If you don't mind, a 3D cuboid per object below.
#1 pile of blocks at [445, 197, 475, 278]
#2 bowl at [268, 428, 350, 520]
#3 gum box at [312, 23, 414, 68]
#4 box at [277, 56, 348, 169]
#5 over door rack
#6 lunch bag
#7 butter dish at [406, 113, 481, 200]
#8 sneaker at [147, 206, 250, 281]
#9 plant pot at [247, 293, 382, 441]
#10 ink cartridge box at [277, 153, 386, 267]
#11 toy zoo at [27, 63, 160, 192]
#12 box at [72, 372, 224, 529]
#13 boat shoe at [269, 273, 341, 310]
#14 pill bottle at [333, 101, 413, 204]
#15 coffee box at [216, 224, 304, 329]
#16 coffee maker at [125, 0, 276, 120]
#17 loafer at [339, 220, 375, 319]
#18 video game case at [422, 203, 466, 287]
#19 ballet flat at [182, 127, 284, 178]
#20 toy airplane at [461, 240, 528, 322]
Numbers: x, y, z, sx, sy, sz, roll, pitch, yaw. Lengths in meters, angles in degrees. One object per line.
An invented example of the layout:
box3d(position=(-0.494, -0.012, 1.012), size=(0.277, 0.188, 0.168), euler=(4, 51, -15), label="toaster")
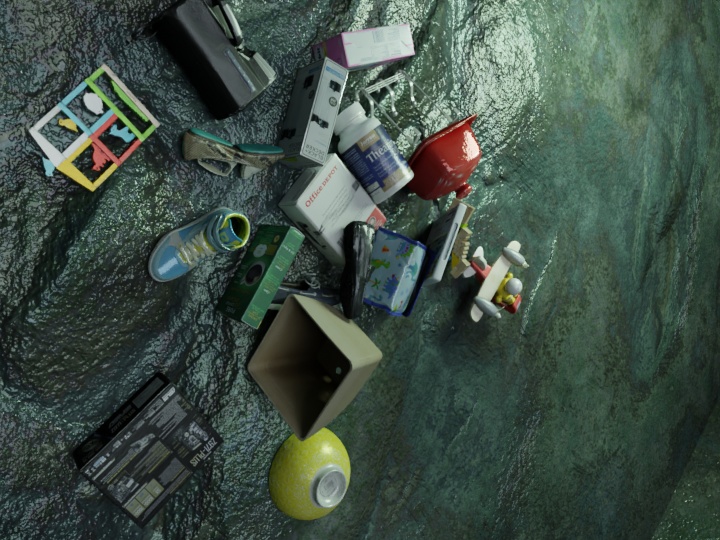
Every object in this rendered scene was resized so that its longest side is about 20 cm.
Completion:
box3d(position=(0.252, -0.085, 1.469), size=(0.062, 0.080, 0.205), euler=(-12, 108, -65), label="pile of blocks")
box3d(position=(-0.090, 0.456, 1.231), size=(0.197, 0.107, 0.205), euler=(-4, 97, -37), label="bowl")
box3d(position=(0.012, -0.473, 1.213), size=(0.197, 0.113, 0.068), euler=(-23, 108, -32), label="gum box")
box3d(position=(-0.101, -0.313, 1.143), size=(0.059, 0.116, 0.204), euler=(17, 85, -36), label="box")
box3d(position=(0.100, -0.359, 1.265), size=(0.147, 0.200, 0.067), euler=(-33, 155, -30), label="over door rack")
box3d(position=(0.085, 0.010, 1.291), size=(0.173, 0.126, 0.200), euler=(-67, 162, 1), label="lunch bag")
box3d(position=(0.202, -0.232, 1.308), size=(0.198, 0.200, 0.149), euler=(-32, 80, -30), label="butter dish")
box3d(position=(-0.286, -0.049, 1.021), size=(0.200, 0.129, 0.080), euler=(-44, 119, -24), label="sneaker")
box3d(position=(-0.073, 0.184, 1.142), size=(0.176, 0.200, 0.202), euler=(1, 128, -54), label="plant pot")
box3d(position=(-0.058, -0.126, 1.213), size=(0.200, 0.082, 0.148), euler=(48, 67, -30), label="ink cartridge box")
box3d(position=(-0.452, -0.229, 0.947), size=(0.132, 0.020, 0.201), euler=(48, 67, -30), label="toy zoo")
box3d(position=(-0.376, 0.318, 1.016), size=(0.200, 0.085, 0.165), euler=(-46, 119, -24), label="box")
box3d(position=(-0.118, 0.044, 1.194), size=(0.196, 0.075, 0.063), euler=(1, 105, -28), label="boat shoe")
box3d(position=(0.020, -0.257, 1.226), size=(0.111, 0.111, 0.202), euler=(-40, 100, -26), label="pill bottle")
box3d(position=(-0.196, 0.007, 1.101), size=(0.044, 0.122, 0.203), euler=(36, 72, -36), label="coffee box")
box3d(position=(-0.276, -0.377, 1.015), size=(0.191, 0.135, 0.202), euler=(-36, 115, -3), label="coffee maker")
box3d(position=(0.000, 0.000, 1.174), size=(0.069, 0.068, 0.206), euler=(5, 88, -30), label="loafer")
box3d(position=(0.181, -0.051, 1.337), size=(0.022, 0.200, 0.185), euler=(22, 80, -6), label="video game case")
box3d(position=(-0.245, -0.217, 1.085), size=(0.196, 0.068, 0.077), euler=(5, 113, -31), label="ballet flat")
box3d(position=(0.366, 0.028, 1.509), size=(0.196, 0.140, 0.205), euler=(-6, 98, -35), label="toy airplane")
